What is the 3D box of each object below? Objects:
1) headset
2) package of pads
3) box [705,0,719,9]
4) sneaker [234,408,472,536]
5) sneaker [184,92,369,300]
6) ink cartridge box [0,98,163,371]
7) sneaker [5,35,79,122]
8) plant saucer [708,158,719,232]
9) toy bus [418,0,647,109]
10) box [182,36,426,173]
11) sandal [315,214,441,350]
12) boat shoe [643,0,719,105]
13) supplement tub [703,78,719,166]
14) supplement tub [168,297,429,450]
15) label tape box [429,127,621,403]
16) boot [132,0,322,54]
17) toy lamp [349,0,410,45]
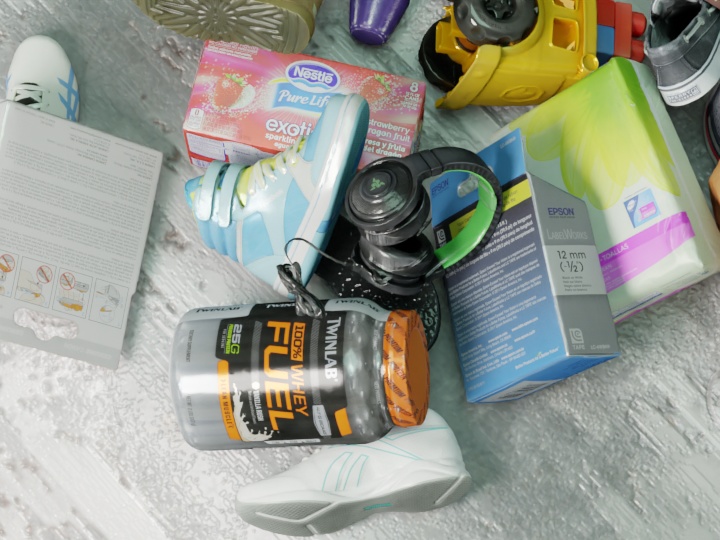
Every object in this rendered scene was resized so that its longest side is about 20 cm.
[{"bbox_3d":[0.029,-0.024,1.587,0.200,0.124,0.094,-20,46,-15],"label":"headset"},{"bbox_3d":[0.209,-0.061,1.686,0.154,0.068,0.200,-30,73,35],"label":"package of pads"},{"bbox_3d":[0.363,-0.308,1.725,0.075,0.100,0.200,33,41,7],"label":"box"},{"bbox_3d":[-0.010,0.172,1.662,0.200,0.070,0.080,-10,59,-6],"label":"sneaker"},{"bbox_3d":[-0.076,-0.079,1.635,0.130,0.080,0.200,25,121,5],"label":"sneaker"},{"bbox_3d":[-0.263,-0.029,1.676,0.161,0.050,0.200,18,78,-36],"label":"ink cartridge box"},{"bbox_3d":[-0.292,-0.118,1.728,0.072,0.072,0.200,5,73,2],"label":"sneaker"},{"bbox_3d":[0.331,-0.007,1.644,0.037,0.200,0.200,-16,75,6],"label":"plant saucer"},{"bbox_3d":[0.159,-0.242,1.747,0.192,0.136,0.200,5,72,-13],"label":"toy bus"},{"bbox_3d":[-0.047,-0.129,1.720,0.200,0.100,0.096,13,75,3],"label":"box"},{"bbox_3d":[0.000,-0.001,1.713,0.200,0.048,0.075,43,93,23],"label":"sandal"},{"bbox_3d":[0.284,-0.219,1.716,0.072,0.200,0.068,-20,115,31],"label":"boat shoe"},{"bbox_3d":[0.378,-0.151,1.680,0.140,0.200,0.141,0,75,-1],"label":"supplement tub"},{"bbox_3d":[-0.049,0.086,1.628,0.200,0.123,0.123,-5,74,14],"label":"supplement tub"},{"bbox_3d":[0.135,-0.002,1.661,0.066,0.143,0.200,1,71,-34],"label":"label tape box"},{"bbox_3d":[-0.097,-0.276,1.733,0.175,0.066,0.200,20,42,-1],"label":"boot"},{"bbox_3d":[0.034,-0.301,1.792,0.058,0.058,0.200,17,74,4],"label":"toy lamp"}]
